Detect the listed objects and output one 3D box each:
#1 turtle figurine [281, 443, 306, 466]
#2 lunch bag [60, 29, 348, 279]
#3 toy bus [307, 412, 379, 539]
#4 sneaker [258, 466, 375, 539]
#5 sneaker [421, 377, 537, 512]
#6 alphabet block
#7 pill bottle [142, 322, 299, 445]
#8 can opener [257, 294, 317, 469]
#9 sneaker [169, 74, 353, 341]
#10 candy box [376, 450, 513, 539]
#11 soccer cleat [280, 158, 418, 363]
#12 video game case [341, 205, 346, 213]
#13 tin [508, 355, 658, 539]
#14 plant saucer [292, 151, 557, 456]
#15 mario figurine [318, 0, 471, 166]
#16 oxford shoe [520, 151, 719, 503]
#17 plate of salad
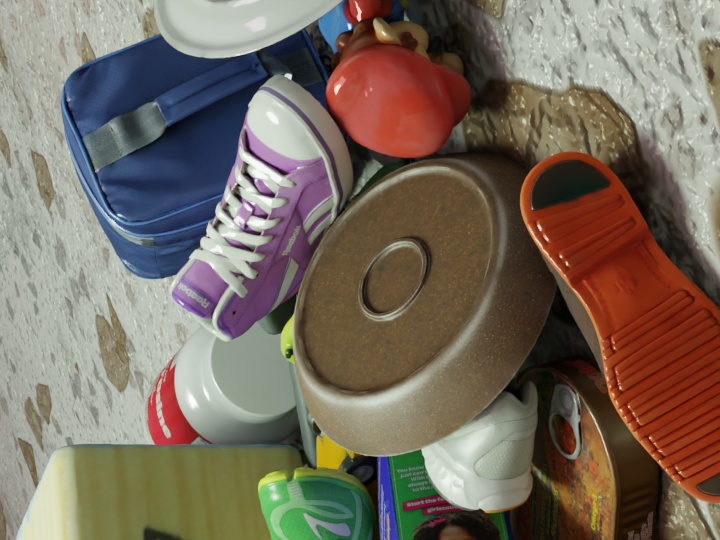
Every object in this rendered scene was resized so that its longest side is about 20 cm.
[{"bbox_3d":[-0.064,0.221,1.487,0.200,0.064,0.161,54,149,36],"label":"turtle figurine"},{"bbox_3d":[-0.098,-0.094,1.218,0.132,0.200,0.136,92,153,-73],"label":"lunch bag"},{"bbox_3d":[0.010,0.165,1.266,0.065,0.078,0.200,-125,27,-45],"label":"toy bus"},{"bbox_3d":[-0.019,0.208,1.188,0.084,0.074,0.200,-92,-11,-50],"label":"sneaker"},{"bbox_3d":[0.050,0.053,1.078,0.200,0.076,0.092,45,132,42],"label":"sneaker"},{"bbox_3d":[-0.147,0.259,1.340,0.195,0.196,0.200,121,145,-55],"label":"alphabet block"},{"bbox_3d":[-0.105,0.100,1.437,0.112,0.112,0.200,68,156,11],"label":"pill bottle"},{"bbox_3d":[-0.044,0.064,1.313,0.053,0.066,0.200,22,129,58],"label":"can opener"},{"bbox_3d":[-0.067,-0.025,1.098,0.073,0.114,0.201,35,149,20],"label":"sneaker"},{"bbox_3d":[0.054,0.193,1.119,0.200,0.077,0.169,-100,6,-53],"label":"candy box"},{"bbox_3d":[0.001,0.000,1.208,0.200,0.065,0.084,125,155,-48],"label":"soccer cleat"},{"bbox_3d":[-0.014,0.019,1.314,0.200,0.018,0.143,54,150,36],"label":"video game case"},{"bbox_3d":[0.131,0.143,1.066,0.112,0.042,0.200,37,137,47],"label":"tin"},{"bbox_3d":[0.028,0.011,1.045,0.200,0.034,0.201,-27,47,33],"label":"plant saucer"},{"bbox_3d":[0.020,-0.148,1.101,0.123,0.106,0.200,50,-167,-51],"label":"mario figurine"},{"bbox_3d":[0.152,0.030,0.939,0.200,0.071,0.073,64,-177,12],"label":"oxford shoe"},{"bbox_3d":[-0.038,-0.200,1.064,0.048,0.200,0.200,47,175,-39],"label":"plate of salad"}]
